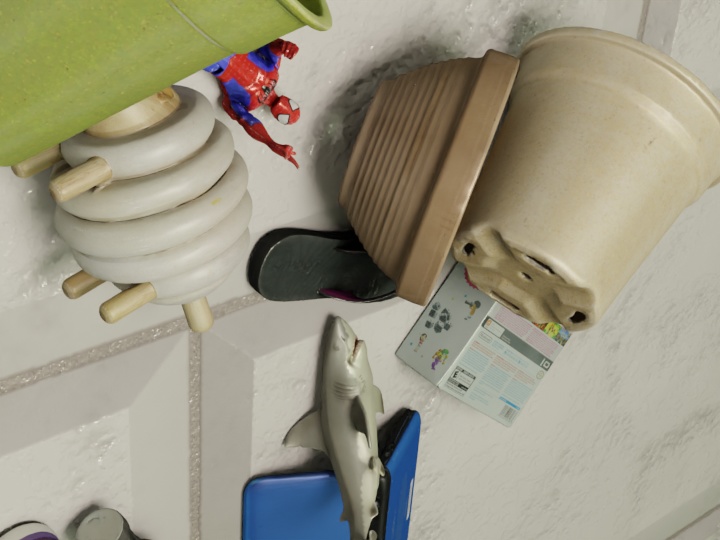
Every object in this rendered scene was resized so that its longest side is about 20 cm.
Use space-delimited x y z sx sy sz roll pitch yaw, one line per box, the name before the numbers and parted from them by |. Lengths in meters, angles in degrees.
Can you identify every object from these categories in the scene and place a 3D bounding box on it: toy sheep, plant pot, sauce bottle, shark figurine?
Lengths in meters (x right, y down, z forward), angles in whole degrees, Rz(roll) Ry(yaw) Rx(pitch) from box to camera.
toy sheep | -0.133 -0.042 0.745 0.138 0.138 0.200 -32 130 -26
plant pot | 0.172 -0.061 0.950 0.184 0.200 0.200 -56 142 -19
plant pot | 0.042 -0.081 0.889 0.201 0.093 0.201 20 90 -87
plant pot | -0.149 -0.155 0.607 0.190 0.200 0.200 -33 141 12
sauce bottle | -0.171 0.262 0.957 0.065 0.065 0.200 -42 138 -16
shark figurine | -0.024 0.161 1.007 0.128 0.089 0.215 63 23 -65

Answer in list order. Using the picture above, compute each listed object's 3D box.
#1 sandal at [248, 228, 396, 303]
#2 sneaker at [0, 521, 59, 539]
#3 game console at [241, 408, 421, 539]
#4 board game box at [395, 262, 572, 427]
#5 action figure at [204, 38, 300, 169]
sandal | -0.001 0.001 0.964 0.200 0.048 0.075 -7 120 -41
sneaker | -0.283 0.271 0.833 0.200 0.088 0.076 -42 138 -16
game console | -0.027 0.241 1.122 0.171 0.118 0.200 -54 154 -56
board game box | 0.144 0.035 1.120 0.200 0.064 0.148 -55 141 0
action figure | -0.084 -0.138 0.757 0.065 0.099 0.200 -54 142 -1
